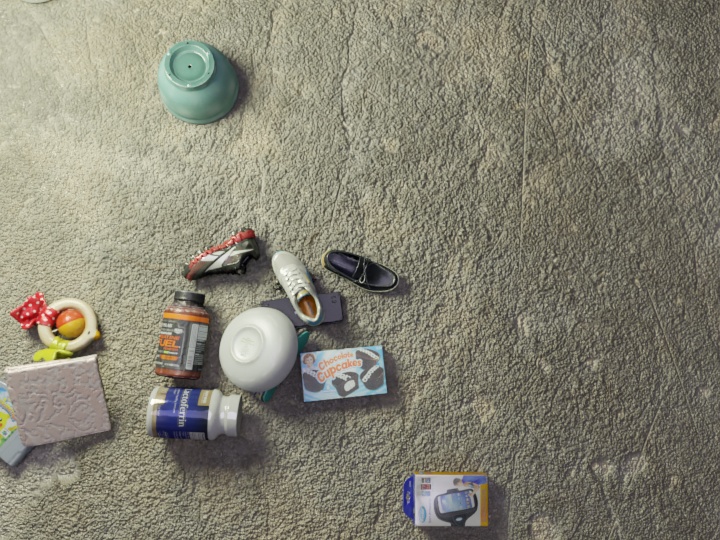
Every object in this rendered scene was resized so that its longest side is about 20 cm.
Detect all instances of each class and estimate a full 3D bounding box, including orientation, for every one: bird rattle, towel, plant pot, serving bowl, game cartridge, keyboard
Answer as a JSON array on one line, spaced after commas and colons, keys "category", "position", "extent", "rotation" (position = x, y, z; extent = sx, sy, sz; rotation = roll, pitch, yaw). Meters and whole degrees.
[{"category": "bird rattle", "position": [-0.703, 0.132, 1.463], "extent": [0.163, 0.113, 0.200], "rotation": [-24, 71, -18]}, {"category": "towel", "position": [-0.673, 0.290, 1.398], "extent": [0.191, 0.032, 0.200], "rotation": [-8, 113, -18]}, {"category": "plant pot", "position": [-0.406, -0.476, 1.527], "extent": [0.200, 0.134, 0.201], "rotation": [0, 83, -4]}, {"category": "serving bowl", "position": [-0.247, 0.177, 1.443], "extent": [0.200, 0.066, 0.200], "rotation": [-7, 71, 20]}, {"category": "game cartridge", "position": [-0.823, 0.337, 1.439], "extent": [0.200, 0.040, 0.133], "rotation": [39, 78, 2]}, {"category": "keyboard", "position": [-0.146, 0.077, 1.528], "extent": [0.200, 0.021, 0.127], "rotation": [-6, 84, -6]}]

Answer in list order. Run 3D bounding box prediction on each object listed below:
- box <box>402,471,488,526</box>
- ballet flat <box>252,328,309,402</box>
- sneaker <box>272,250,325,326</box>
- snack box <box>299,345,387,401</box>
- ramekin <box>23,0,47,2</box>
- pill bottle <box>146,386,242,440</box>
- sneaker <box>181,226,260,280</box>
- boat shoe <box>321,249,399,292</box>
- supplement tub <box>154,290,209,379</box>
[{"category": "box", "position": [0.201, 0.541, 1.479], "extent": [0.200, 0.041, 0.119], "rotation": [1, 82, -6]}, {"category": "ballet flat", "position": [-0.201, 0.213, 1.485], "extent": [0.072, 0.072, 0.200], "rotation": [32, 80, 1]}, {"category": "sneaker", "position": [-0.145, 0.038, 1.483], "extent": [0.076, 0.081, 0.200], "rotation": [-32, 85, -5]}, {"category": "snack box", "position": [-0.042, 0.247, 1.503], "extent": [0.200, 0.037, 0.116], "rotation": [-6, 82, -4]}, {"category": "ramekin", "position": [-0.825, -0.767, 1.557], "extent": [0.202, 0.094, 0.203], "rotation": [0, 82, -3]}, {"category": "pill bottle", "position": [-0.376, 0.328, 1.430], "extent": [0.200, 0.116, 0.116], "rotation": [4, 82, -4]}, {"category": "sneaker", "position": [-0.329, -0.020, 1.501], "extent": [0.200, 0.071, 0.098], "rotation": [-30, 83, -9]}, {"category": "boat shoe", "position": [0.000, 0.000, 1.527], "extent": [0.200, 0.062, 0.075], "rotation": [21, 80, -2]}, {"category": "supplement tub", "position": [-0.413, 0.149, 1.457], "extent": [0.107, 0.107, 0.200], "rotation": [7, 81, -3]}]
